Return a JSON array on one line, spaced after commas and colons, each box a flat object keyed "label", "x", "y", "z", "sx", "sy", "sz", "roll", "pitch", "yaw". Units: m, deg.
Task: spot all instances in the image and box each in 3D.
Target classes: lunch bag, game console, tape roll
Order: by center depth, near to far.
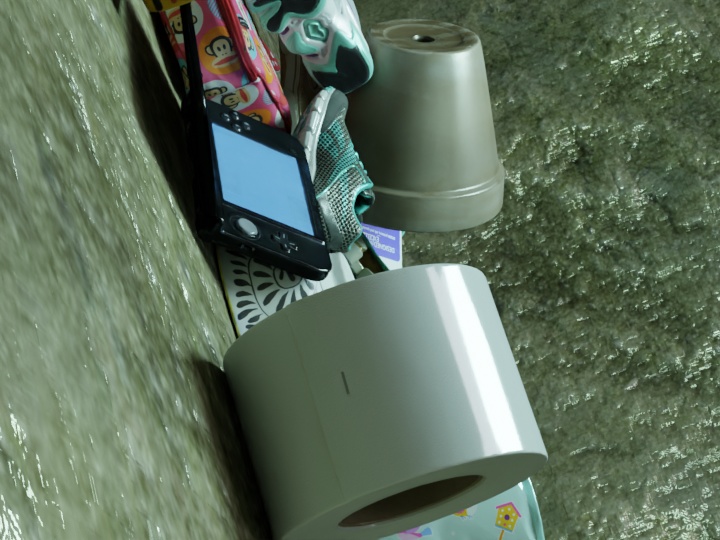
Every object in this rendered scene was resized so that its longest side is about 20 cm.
[{"label": "tape roll", "x": 0.016, "y": 0.099, "z": 1.073, "sx": 0.203, "sy": 0.200, "sz": 0.141, "roll": 59, "pitch": 12, "yaw": -71}, {"label": "game console", "x": -0.087, "y": -0.114, "z": 1.234, "sx": 0.174, "sy": 0.117, "sz": 0.201, "roll": 21, "pitch": 31, "yaw": -25}, {"label": "lunch bag", "x": 0.064, "y": 0.207, "z": 1.370, "sx": 0.122, "sy": 0.168, "sz": 0.202, "roll": 107, "pitch": -33, "yaw": -63}, {"label": "lunch bag", "x": -0.135, "y": -0.214, "z": 1.431, "sx": 0.200, "sy": 0.081, "sz": 0.178, "roll": 65, "pitch": 3, "yaw": -68}]

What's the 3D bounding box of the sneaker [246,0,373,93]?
[{"label": "sneaker", "x": -0.059, "y": -0.277, "z": 1.476, "sx": 0.200, "sy": 0.077, "sz": 0.141, "roll": 55, "pitch": 17, "yaw": -46}]

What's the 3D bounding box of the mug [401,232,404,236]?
[{"label": "mug", "x": -0.038, "y": -0.098, "z": 1.799, "sx": 0.185, "sy": 0.114, "sz": 0.153, "roll": 41, "pitch": 50, "yaw": -36}]

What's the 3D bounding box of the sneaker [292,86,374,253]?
[{"label": "sneaker", "x": -0.028, "y": -0.088, "z": 1.422, "sx": 0.078, "sy": 0.090, "sz": 0.201, "roll": -54, "pitch": -164, "yaw": 44}]

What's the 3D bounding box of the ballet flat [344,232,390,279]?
[{"label": "ballet flat", "x": 0.000, "y": 0.000, "z": 1.569, "sx": 0.200, "sy": 0.067, "sz": 0.070, "roll": 50, "pitch": -17, "yaw": -9}]

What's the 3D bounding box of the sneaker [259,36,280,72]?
[{"label": "sneaker", "x": -0.116, "y": -0.191, "z": 1.596, "sx": 0.113, "sy": 0.071, "sz": 0.202, "roll": 56, "pitch": 13, "yaw": -62}]

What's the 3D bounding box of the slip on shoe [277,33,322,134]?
[{"label": "slip on shoe", "x": -0.052, "y": -0.191, "z": 1.573, "sx": 0.076, "sy": 0.060, "sz": 0.203, "roll": 95, "pitch": -10, "yaw": -84}]

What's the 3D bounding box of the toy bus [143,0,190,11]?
[{"label": "toy bus", "x": -0.162, "y": -0.284, "z": 1.239, "sx": 0.201, "sy": 0.077, "sz": 0.066, "roll": -104, "pitch": 173, "yaw": -54}]

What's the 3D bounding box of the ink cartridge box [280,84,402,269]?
[{"label": "ink cartridge box", "x": -0.029, "y": -0.080, "z": 1.678, "sx": 0.197, "sy": 0.043, "sz": 0.203, "roll": 18, "pitch": 64, "yaw": -46}]

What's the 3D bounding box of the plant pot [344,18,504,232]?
[{"label": "plant pot", "x": 0.056, "y": -0.158, "z": 1.572, "sx": 0.201, "sy": 0.197, "sz": 0.176, "roll": -102, "pitch": -166, "yaw": -64}]

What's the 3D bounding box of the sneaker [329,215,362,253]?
[{"label": "sneaker", "x": -0.039, "y": -0.042, "z": 1.461, "sx": 0.200, "sy": 0.103, "sz": 0.061, "roll": 46, "pitch": -31, "yaw": 51}]

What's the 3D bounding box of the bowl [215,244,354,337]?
[{"label": "bowl", "x": -0.045, "y": 0.042, "z": 1.295, "sx": 0.201, "sy": 0.093, "sz": 0.203, "roll": -20, "pitch": 90, "yaw": -85}]
